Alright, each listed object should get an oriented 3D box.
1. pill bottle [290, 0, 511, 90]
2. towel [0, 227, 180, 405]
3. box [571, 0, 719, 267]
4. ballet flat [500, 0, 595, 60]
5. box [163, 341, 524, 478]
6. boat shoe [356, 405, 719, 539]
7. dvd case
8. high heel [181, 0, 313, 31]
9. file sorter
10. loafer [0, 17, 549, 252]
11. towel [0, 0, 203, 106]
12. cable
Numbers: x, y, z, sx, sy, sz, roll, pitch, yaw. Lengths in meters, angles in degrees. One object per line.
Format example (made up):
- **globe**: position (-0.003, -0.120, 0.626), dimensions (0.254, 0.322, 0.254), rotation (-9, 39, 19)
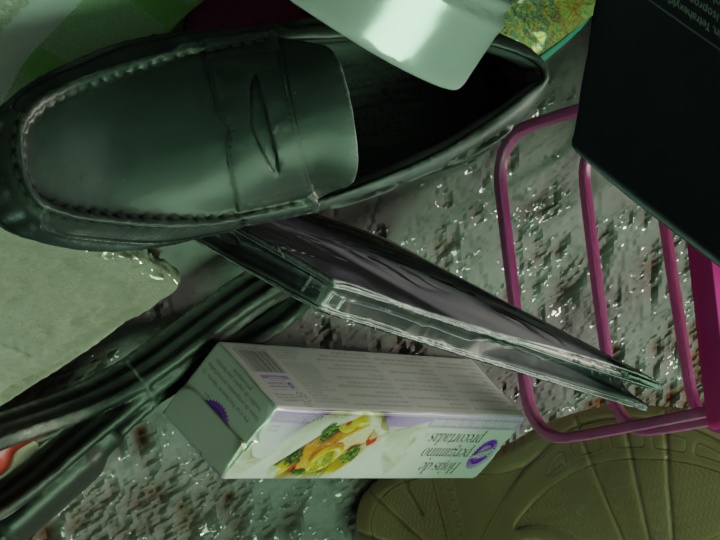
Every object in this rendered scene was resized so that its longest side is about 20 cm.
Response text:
- **pill bottle**: position (0.045, -0.162, 0.860), dimensions (0.119, 0.120, 0.200), rotation (20, 107, -51)
- **towel**: position (-0.165, -0.002, 0.964), dimensions (0.132, 0.035, 0.200), rotation (-32, 148, 21)
- **box**: position (0.162, -0.110, 0.827), dimensions (0.148, 0.107, 0.201), rotation (-15, 128, -32)
- **ballet flat**: position (0.074, -0.124, 1.026), dimensions (0.199, 0.071, 0.071), rotation (-31, 146, -4)
- **box**: position (-0.003, 0.059, 1.168), dimensions (0.039, 0.041, 0.200), rotation (-51, 155, 18)
- **boat shoe**: position (0.096, 0.099, 1.267), dimensions (0.199, 0.072, 0.065), rotation (-15, 176, 27)
- **dvd case**: position (0.000, 0.000, 1.037), dimensions (0.200, 0.148, 0.016), rotation (19, 97, -50)
- **high heel**: position (0.025, -0.115, 0.954), dimensions (0.200, 0.096, 0.067), rotation (-46, 141, 15)
- **file sorter**: position (0.168, -0.005, 1.160), dimensions (0.199, 0.140, 0.125), rotation (-1, 172, -39)
- **loafer**: position (-0.028, -0.050, 0.924), dimensions (0.200, 0.068, 0.070), rotation (-12, 179, -34)
- **towel**: position (-0.109, -0.110, 0.868), dimensions (0.149, 0.031, 0.200), rotation (-43, 146, 14)
- **cable**: position (-0.105, 0.044, 1.100), dimensions (0.200, 0.050, 0.097), rotation (-42, 156, -6)
